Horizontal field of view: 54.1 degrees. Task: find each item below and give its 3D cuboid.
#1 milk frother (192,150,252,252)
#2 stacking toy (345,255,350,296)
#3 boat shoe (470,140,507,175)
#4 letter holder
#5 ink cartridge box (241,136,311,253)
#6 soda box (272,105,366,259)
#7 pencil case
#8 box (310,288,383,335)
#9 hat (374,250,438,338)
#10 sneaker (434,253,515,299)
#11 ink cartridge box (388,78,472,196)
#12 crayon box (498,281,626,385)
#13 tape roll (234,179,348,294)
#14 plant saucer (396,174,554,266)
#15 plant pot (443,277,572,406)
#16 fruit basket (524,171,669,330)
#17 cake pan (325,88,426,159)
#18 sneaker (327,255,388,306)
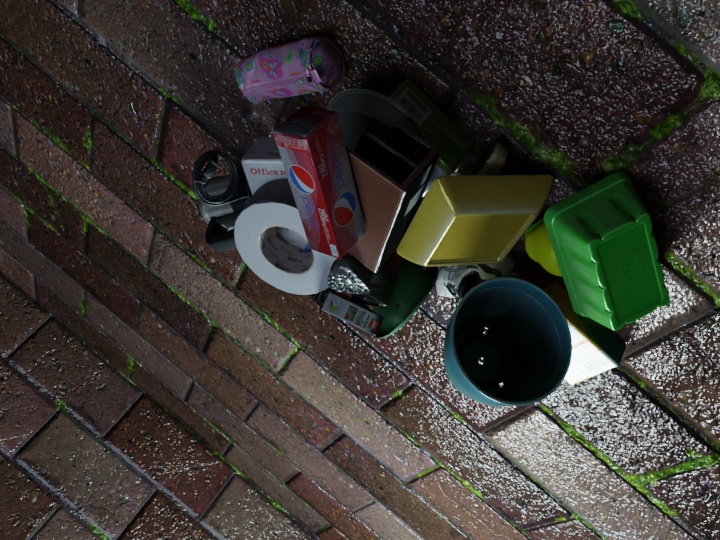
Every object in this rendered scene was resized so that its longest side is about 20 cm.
[{"bbox_3d":[-0.269,-0.159,1.405,0.186,0.181,0.201,-6,129,46],"label":"milk frother"},{"bbox_3d":[-0.048,-0.024,1.404,0.115,0.110,0.202,20,144,26],"label":"stacking toy"},{"bbox_3d":[0.197,-0.121,1.113,0.066,0.075,0.201,25,148,2],"label":"boat shoe"},{"bbox_3d":[0.013,-0.121,1.054,0.141,0.101,0.201,34,146,11],"label":"letter holder"},{"bbox_3d":[-0.109,-0.132,1.249,0.142,0.085,0.202,4,132,22],"label":"ink cartridge box"},{"bbox_3d":[-0.052,-0.119,0.972,0.063,0.070,0.202,19,140,34],"label":"soda box"},{"bbox_3d":[-0.119,-0.327,1.161,0.198,0.088,0.088,5,133,42],"label":"pencil case"},{"bbox_3d":[-0.029,0.065,1.299,0.109,0.035,0.200,27,180,-10],"label":"box"},{"bbox_3d":[0.034,-0.007,1.307,0.176,0.201,0.165,43,157,-12],"label":"hat"},{"bbox_3d":[0.184,0.018,1.260,0.076,0.088,0.199,43,147,-10],"label":"sneaker"},{"bbox_3d":[0.063,-0.189,1.153,0.148,0.076,0.200,44,147,-7],"label":"ink cartridge box"},{"bbox_3d":[0.345,0.102,1.233,0.199,0.052,0.126,41,146,-3],"label":"crayon box"},{"bbox_3d":[-0.116,-0.054,1.216,0.197,0.067,0.202,13,135,13],"label":"tape roll"},{"bbox_3d":[0.177,-0.065,1.078,0.201,0.197,0.049,116,145,-55],"label":"plant saucer"},{"bbox_3d":[0.223,0.136,1.185,0.199,0.201,0.188,36,161,4],"label":"plant pot"},{"bbox_3d":[0.339,-0.036,1.040,0.218,0.154,0.216,63,-178,-5],"label":"fruit basket"},{"bbox_3d":[0.017,-0.184,1.099,0.198,0.037,0.202,26,144,20],"label":"cake pan"},{"bbox_3d":[0.000,0.000,1.188,0.075,0.092,0.200,6,168,17],"label":"sneaker"}]
